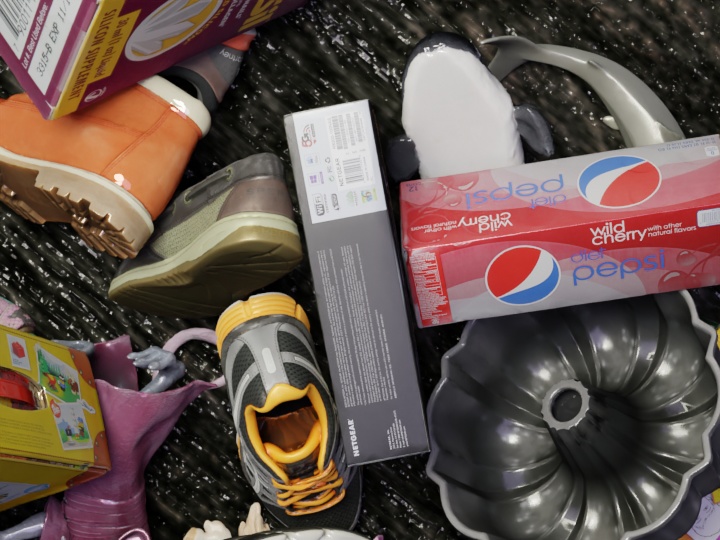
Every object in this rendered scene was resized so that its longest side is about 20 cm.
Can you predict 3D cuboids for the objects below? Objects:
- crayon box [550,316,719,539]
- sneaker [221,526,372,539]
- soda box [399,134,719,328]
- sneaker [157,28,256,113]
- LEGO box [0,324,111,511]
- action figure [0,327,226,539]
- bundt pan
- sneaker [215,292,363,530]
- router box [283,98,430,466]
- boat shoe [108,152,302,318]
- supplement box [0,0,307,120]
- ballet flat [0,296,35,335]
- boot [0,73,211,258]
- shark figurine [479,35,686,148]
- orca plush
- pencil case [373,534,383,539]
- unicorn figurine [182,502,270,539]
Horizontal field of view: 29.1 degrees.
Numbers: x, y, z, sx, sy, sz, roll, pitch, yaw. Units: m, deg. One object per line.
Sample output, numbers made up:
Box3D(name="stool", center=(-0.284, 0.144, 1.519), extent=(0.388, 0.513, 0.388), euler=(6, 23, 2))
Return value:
Box3D(name="crayon box", center=(0.230, 0.164, 0.924), extent=(0.172, 0.058, 0.201), euler=(40, 91, -7))
Box3D(name="sneaker", center=(-0.076, 0.205, 0.836), extent=(0.198, 0.080, 0.085), euler=(-12, 85, -30))
Box3D(name="soda box", center=(0.124, -0.024, 0.834), extent=(0.197, 0.071, 0.064), euler=(-8, 130, 7))
Box3D(name="sneaker", center=(-0.168, -0.150, 0.865), extent=(0.197, 0.077, 0.083), euler=(18, 100, -4))
Box3D(name="LEGO box", center=(-0.247, 0.087, 0.740), extent=(0.147, 0.200, 0.078), euler=(-20, 73, 11))
Box3D(name="action figure", center=(-0.165, 0.140, 0.895), extent=(0.148, 0.133, 0.203), euler=(-17, 114, -44))
Box3D(name="bundt pan", center=(0.141, 0.097, 0.862), extent=(0.202, 0.202, 0.076), euler=(-49, 137, 2))
Box3D(name="sneaker", center=(-0.041, 0.110, 0.863), extent=(0.077, 0.078, 0.202), euler=(-21, 130, -2))
Box3D(name="router box", center=(0.000, 0.000, 0.844), extent=(0.051, 0.157, 0.203), euler=(-10, 95, 2))
Box3D(name="boat shoe", center=(-0.093, -0.018, 0.836), extent=(0.071, 0.200, 0.067), euler=(14, 71, -27))
Box3D(name="supplement box", center=(-0.107, -0.188, 0.773), extent=(0.199, 0.131, 0.104), euler=(-32, 81, -34))
Box3D(name="ballet flat", center=(-0.284, 0.100, 0.888), extent=(0.071, 0.069, 0.201), euler=(32, 88, 12))
Box3D(name="boot", center=(-0.179, -0.085, 0.848), extent=(0.198, 0.075, 0.108), euler=(21, 69, 32))
Box3D(name="shark figurine", center=(0.174, -0.088, 0.886), extent=(0.128, 0.090, 0.215), euler=(-37, 98, -1))
Box3D(name="orca plush", center=(0.084, -0.076, 0.889), extent=(0.104, 0.072, 0.200), euler=(-27, 120, 28))
Box3D(name="pencil case", center=(-0.004, 0.279, 0.907), extent=(0.087, 0.087, 0.202), euler=(27, 93, -5))
Box3D(name="unicorn figurine", center=(-0.092, 0.256, 0.877), extent=(0.137, 0.074, 0.201), euler=(36, 81, 9))
